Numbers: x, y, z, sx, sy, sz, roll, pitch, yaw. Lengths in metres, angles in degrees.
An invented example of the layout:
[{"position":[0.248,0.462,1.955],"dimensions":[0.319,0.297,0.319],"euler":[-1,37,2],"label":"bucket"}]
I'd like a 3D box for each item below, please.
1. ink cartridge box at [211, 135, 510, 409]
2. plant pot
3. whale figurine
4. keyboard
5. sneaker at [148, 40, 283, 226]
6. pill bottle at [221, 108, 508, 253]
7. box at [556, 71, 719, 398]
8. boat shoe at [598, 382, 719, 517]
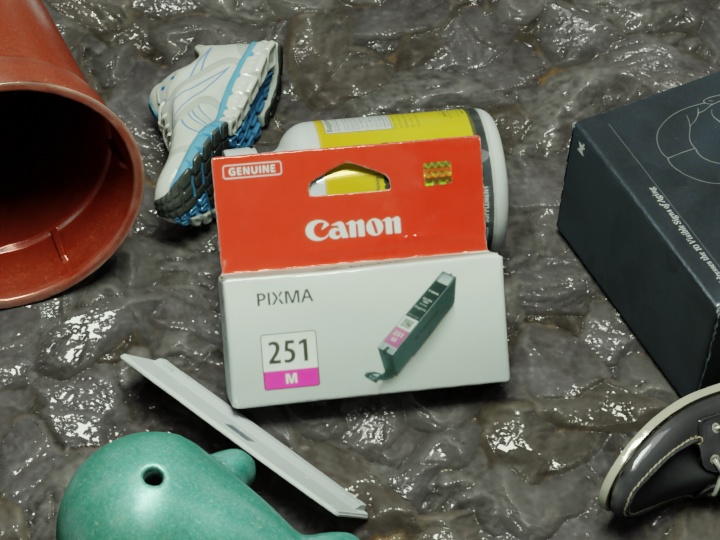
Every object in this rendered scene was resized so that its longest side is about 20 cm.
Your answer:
[{"position":[0.000,0.000,1.623],"dimensions":[0.200,0.174,0.044],"euler":[-5,7,-8],"label":"ink cartridge box"},{"position":[-0.277,-0.110,1.688],"dimensions":[0.201,0.201,0.195],"euler":[-12,43,-13],"label":"plant pot"},{"position":[-0.099,0.172,1.500],"dimensions":[0.200,0.104,0.159],"euler":[14,50,9],"label":"whale figurine"},{"position":[-0.081,0.113,1.589],"dimensions":[0.200,0.011,0.056],"euler":[34,11,23],"label":"keyboard"},{"position":[-0.129,-0.107,1.769],"dimensions":[0.087,0.075,0.200],"euler":[10,42,15],"label":"sneaker"},{"position":[0.002,-0.057,1.696],"dimensions":[0.200,0.112,0.112],"euler":[-6,50,-7],"label":"pill bottle"},{"position":[0.280,-0.035,1.685],"dimensions":[0.197,0.124,0.200],"euler":[-18,53,-20],"label":"box"},{"position":[0.250,0.120,1.585],"dimensions":[0.200,0.073,0.063],"euler":[-27,53,-29],"label":"boat shoe"}]
